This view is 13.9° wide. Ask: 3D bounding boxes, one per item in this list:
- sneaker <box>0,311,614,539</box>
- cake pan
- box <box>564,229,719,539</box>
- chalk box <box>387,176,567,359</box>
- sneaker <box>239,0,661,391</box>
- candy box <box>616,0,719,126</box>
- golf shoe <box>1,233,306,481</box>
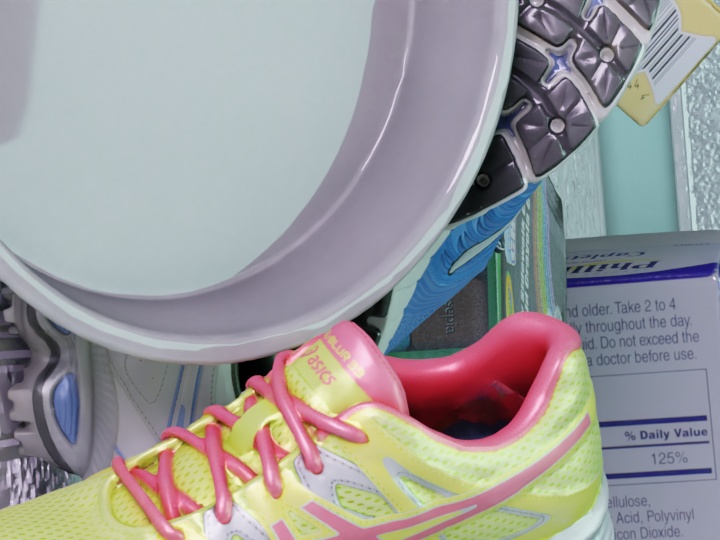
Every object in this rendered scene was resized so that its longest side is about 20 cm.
[{"bbox_3d":[-0.021,0.055,0.804,0.078,0.199,0.091,47,-38,47],"label":"sneaker"},{"bbox_3d":[-0.045,-0.076,0.805,0.200,0.037,0.201,-4,97,-34],"label":"cake pan"},{"bbox_3d":[0.072,0.093,1.228,0.105,0.183,0.201,-45,130,-74],"label":"box"},{"bbox_3d":[0.000,0.000,1.070,0.200,0.123,0.125,55,33,-66],"label":"chalk box"},{"bbox_3d":[0.020,-0.038,0.919,0.079,0.200,0.089,42,17,2],"label":"sneaker"},{"bbox_3d":[0.034,-0.144,1.061,0.200,0.057,0.117,34,11,-35],"label":"candy box"},{"bbox_3d":[-0.045,0.082,0.878,0.078,0.097,0.201,-65,150,-71],"label":"golf shoe"}]
